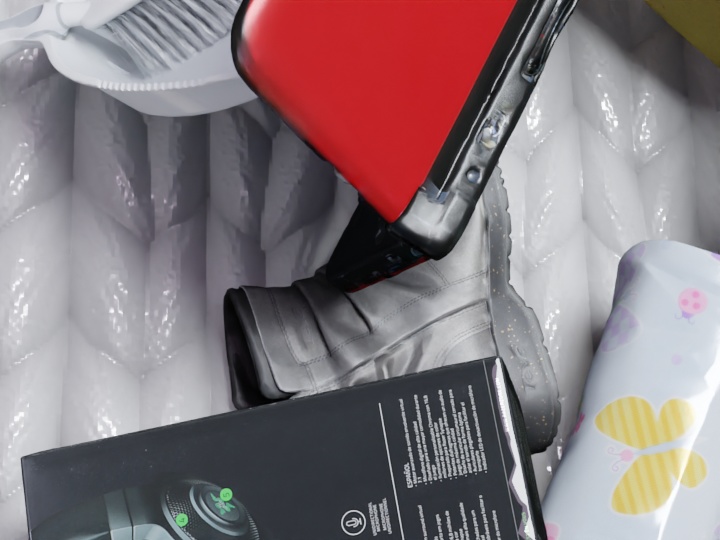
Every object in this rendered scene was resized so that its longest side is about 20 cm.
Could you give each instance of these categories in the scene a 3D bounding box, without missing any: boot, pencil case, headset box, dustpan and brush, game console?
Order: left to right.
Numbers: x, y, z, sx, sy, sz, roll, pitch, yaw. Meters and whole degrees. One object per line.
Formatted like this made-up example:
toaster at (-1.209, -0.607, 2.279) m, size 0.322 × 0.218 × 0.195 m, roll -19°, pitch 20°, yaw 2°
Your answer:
dustpan and brush at (-0.103, -0.107, 0.750) m, size 0.057 × 0.199 × 0.140 m, roll 39°, pitch 41°, yaw -36°
headset box at (-0.023, 0.143, 0.669) m, size 0.199 × 0.093 × 0.175 m, roll -13°, pitch 72°, yaw 6°
boot at (0.000, 0.000, 0.787) m, size 0.131 × 0.070 × 0.201 m, roll -11°, pitch 69°, yaw -16°
game console at (0.018, -0.112, 0.696) m, size 0.118 × 0.172 × 0.201 m, roll 32°, pitch 73°, yaw -12°
pencil case at (0.122, 0.087, 0.764) m, size 0.083 × 0.091 × 0.201 m, roll 18°, pitch 73°, yaw 13°

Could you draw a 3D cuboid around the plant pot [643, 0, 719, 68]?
plant pot at (0.204, -0.201, 0.796) m, size 0.200 × 0.200 × 0.177 m, roll -36°, pitch 105°, yaw -19°
